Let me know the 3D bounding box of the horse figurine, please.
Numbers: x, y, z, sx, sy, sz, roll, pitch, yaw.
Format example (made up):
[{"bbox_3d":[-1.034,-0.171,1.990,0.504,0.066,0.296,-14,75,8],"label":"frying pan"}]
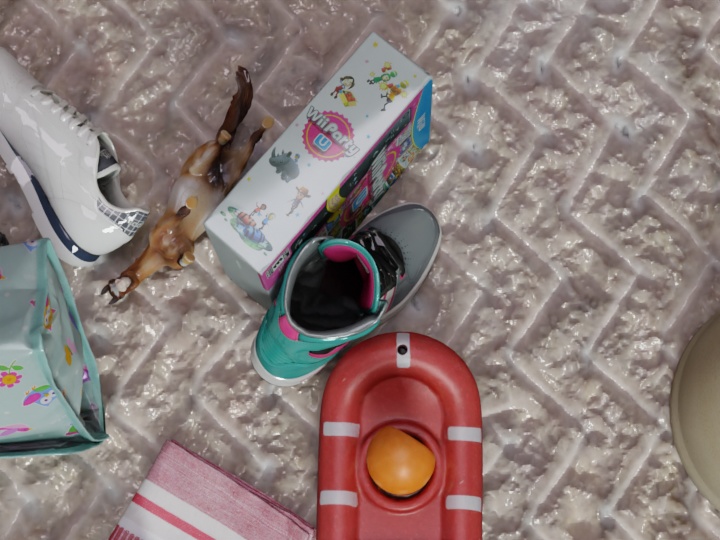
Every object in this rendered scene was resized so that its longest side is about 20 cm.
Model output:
[{"bbox_3d":[-0.130,-0.063,1.203,0.050,0.132,0.202,31,69,-13],"label":"horse figurine"}]

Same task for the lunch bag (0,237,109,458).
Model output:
[{"bbox_3d":[-0.288,0.083,1.122,0.168,0.201,0.123,-7,54,1],"label":"lunch bag"}]

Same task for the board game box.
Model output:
[{"bbox_3d":[-0.028,-0.071,1.178,0.064,0.148,0.201,37,80,10],"label":"board game box"}]

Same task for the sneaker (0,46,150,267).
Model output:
[{"bbox_3d":[-0.245,-0.105,1.216,0.080,0.076,0.201,-33,88,22],"label":"sneaker"}]

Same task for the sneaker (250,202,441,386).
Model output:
[{"bbox_3d":[0.000,0.000,1.158,0.084,0.121,0.200,44,66,4],"label":"sneaker"}]

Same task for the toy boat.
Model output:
[{"bbox_3d":[0.031,0.145,1.131,0.129,0.131,0.203,1,76,1],"label":"toy boat"}]

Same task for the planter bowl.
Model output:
[{"bbox_3d":[0.347,0.099,1.137,0.197,0.135,0.203,0,76,0],"label":"planter bowl"}]

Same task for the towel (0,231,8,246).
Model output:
[{"bbox_3d":[-0.377,-0.024,1.163,0.197,0.166,0.087,2,63,0],"label":"towel"}]

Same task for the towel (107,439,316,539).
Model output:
[{"bbox_3d":[-0.141,0.252,1.163,0.143,0.023,0.201,28,78,8],"label":"towel"}]
